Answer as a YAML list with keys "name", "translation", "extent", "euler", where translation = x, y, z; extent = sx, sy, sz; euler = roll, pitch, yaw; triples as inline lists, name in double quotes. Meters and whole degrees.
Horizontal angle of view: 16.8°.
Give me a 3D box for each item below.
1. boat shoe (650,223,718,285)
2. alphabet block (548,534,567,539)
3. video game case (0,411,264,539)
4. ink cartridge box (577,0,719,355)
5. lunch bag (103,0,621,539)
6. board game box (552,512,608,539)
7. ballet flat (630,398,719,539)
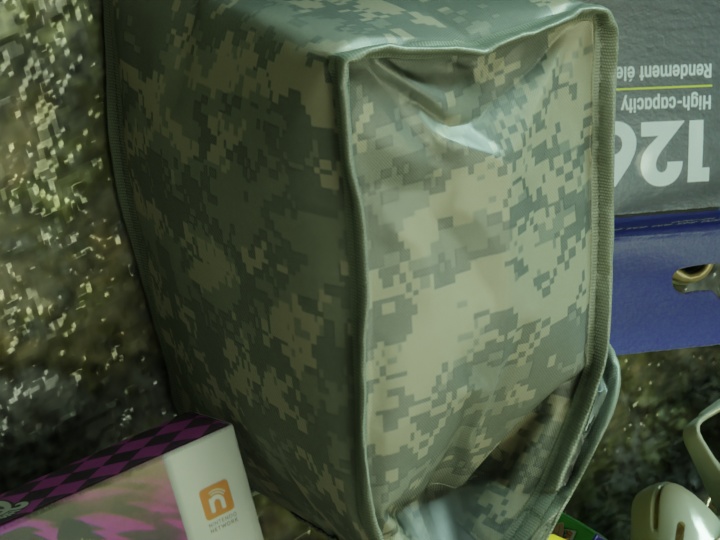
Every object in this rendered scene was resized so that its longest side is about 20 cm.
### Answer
- name: "boat shoe"
  translation: [0.089, -0.089, 0.892]
  extent: [0.073, 0.063, 0.200]
  euler: [-28, 114, -5]
- name: "alphabet block"
  translation: [0.093, 0.247, 0.864]
  extent: [0.196, 0.200, 0.195]
  euler: [25, 125, -25]
- name: "video game case"
  translation: [-0.107, 0.165, 0.786]
  extent: [0.200, 0.036, 0.182]
  euler: [-22, 106, -29]
- name: "ink cartridge box"
  translation: [0.144, -0.069, 0.872]
  extent: [0.197, 0.047, 0.200]
  euler: [-5, 99, -27]
- name: "lunch bag"
  translation: [0.000, 0.000, 0.808]
  extent: [0.117, 0.164, 0.200]
  euler: [-13, 112, -30]
- name: "board game box"
  translation: [0.116, 0.205, 1.042]
  extent: [0.200, 0.029, 0.135]
  euler: [37, 83, -37]
- name: "ballet flat"
  translation: [0.147, 0.098, 0.995]
  extent: [0.065, 0.071, 0.200]
  euler: [45, 54, -3]
